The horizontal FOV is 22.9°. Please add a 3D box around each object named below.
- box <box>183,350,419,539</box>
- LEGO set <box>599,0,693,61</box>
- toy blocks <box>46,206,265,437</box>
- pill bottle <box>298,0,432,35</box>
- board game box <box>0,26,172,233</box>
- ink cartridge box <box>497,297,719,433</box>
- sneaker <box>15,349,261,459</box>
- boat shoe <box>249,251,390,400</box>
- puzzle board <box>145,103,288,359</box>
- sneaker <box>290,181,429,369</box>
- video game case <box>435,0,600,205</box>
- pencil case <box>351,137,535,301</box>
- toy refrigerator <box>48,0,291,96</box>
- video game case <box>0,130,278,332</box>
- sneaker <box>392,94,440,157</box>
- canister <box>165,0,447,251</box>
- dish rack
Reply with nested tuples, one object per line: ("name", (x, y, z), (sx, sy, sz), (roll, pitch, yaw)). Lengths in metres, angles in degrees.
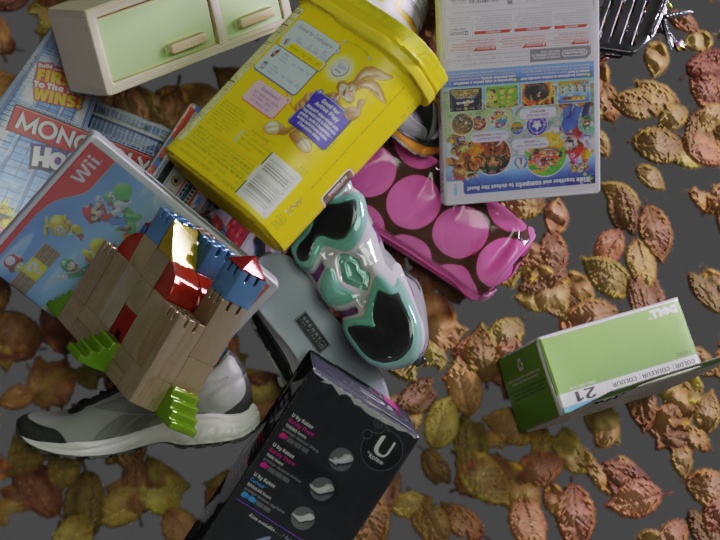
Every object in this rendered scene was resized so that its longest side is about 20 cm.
("box", (-0.051, 0.180, 1.439), (0.106, 0.122, 0.200), (33, 93, -5))
("LEGO set", (0.203, -0.253, 1.668), (0.200, 0.116, 0.154), (-17, 80, -20))
("toy blocks", (-0.153, 0.019, 1.364), (0.100, 0.200, 0.137), (27, 97, -38))
("pill bottle", (0.010, -0.257, 1.616), (0.112, 0.112, 0.200), (25, 69, -8))
("board game box", (-0.248, -0.100, 1.524), (0.200, 0.062, 0.200), (20, 71, -10))
("ink cartridge box", (0.228, 0.073, 1.541), (0.148, 0.200, 0.076), (-15, 80, -20))
("sneaker", (-0.184, 0.109, 1.453), (0.200, 0.074, 0.079), (-9, 96, 3))
("boat shoe", (-0.045, 0.074, 1.530), (0.074, 0.068, 0.199), (-40, 101, -17))
("puzzle board", (-0.140, -0.020, 1.523), (0.151, 0.017, 0.200), (40, 69, -27))
("sneaker", (0.000, 0.000, 1.535), (0.078, 0.140, 0.200), (-26, 78, 9))
("video game case", (0.137, -0.160, 1.532), (0.143, 0.018, 0.200), (-5, 104, -12))
("pencil case", (0.055, -0.050, 1.586), (0.200, 0.091, 0.094), (31, 66, -8))
("toy refrigerator", (-0.157, -0.217, 1.515), (0.200, 0.070, 0.076), (-26, 114, -34))
("video game case", (-0.187, 0.000, 1.451), (0.200, 0.017, 0.143), (40, 101, -18))
("sneaker", (0.076, -0.151, 1.580), (0.200, 0.077, 0.078), (-5, 47, -52))
("canister", (-0.048, -0.129, 1.466), (0.200, 0.087, 0.149), (-47, 54, -7))
("dish rack", (0.178, -0.266, 1.598), (0.200, 0.055, 0.154), (12, 61, 16))
